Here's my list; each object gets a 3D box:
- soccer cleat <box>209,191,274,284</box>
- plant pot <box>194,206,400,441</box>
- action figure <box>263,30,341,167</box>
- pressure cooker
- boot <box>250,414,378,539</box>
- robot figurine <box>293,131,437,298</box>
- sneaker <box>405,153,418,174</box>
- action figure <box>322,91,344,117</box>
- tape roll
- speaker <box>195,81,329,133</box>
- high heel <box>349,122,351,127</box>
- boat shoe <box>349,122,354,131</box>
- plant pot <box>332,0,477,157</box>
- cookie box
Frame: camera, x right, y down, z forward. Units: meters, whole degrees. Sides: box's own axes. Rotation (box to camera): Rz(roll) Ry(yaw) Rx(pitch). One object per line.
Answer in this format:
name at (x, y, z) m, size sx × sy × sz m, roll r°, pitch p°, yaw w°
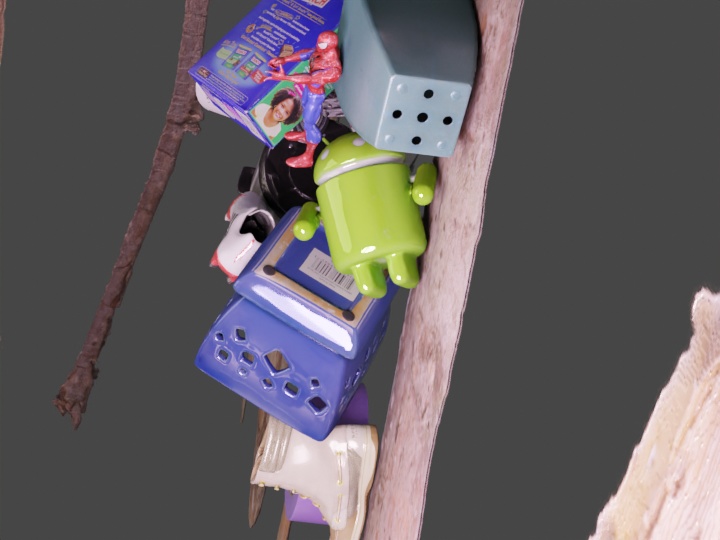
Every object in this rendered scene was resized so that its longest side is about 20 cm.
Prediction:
soccer cleat at (-0.143, -0.058, 1.692) m, size 0.085 × 0.069 × 0.201 m, roll -41°, pitch 16°, yaw 26°
plant pot at (-0.065, 0.053, 1.588) m, size 0.200 × 0.199 × 0.181 m, roll -55°, pitch -6°, yaw -47°
action figure at (-0.078, -0.205, 1.473) m, size 0.201 × 0.098 × 0.066 m, roll 116°, pitch 152°, yaw -51°
pressure cooker at (-0.074, -0.115, 1.873) m, size 0.177 × 0.177 × 0.200 m, roll 58°, pitch 162°, yaw 5°
boot at (-0.066, 0.282, 1.635) m, size 0.072 × 0.153 × 0.203 m, roll -108°, pitch 28°, yaw -70°
robot figurine at (0.011, -0.072, 1.499) m, size 0.116 × 0.173 × 0.203 m, roll 16°, pitch -121°, yaw -70°
sneaker at (0.042, -0.123, 1.635) m, size 0.200 × 0.073 × 0.081 m, roll 111°, pitch 150°, yaw -71°
action figure at (0.008, -0.247, 1.703) m, size 0.201 × 0.128 × 0.070 m, roll -98°, pitch 10°, yaw -51°
tape roll at (-0.049, 0.251, 1.781) m, size 0.200 × 0.084 × 0.203 m, roll -171°, pitch 90°, yaw -82°
speaker at (-0.138, -0.241, 1.781) m, size 0.199 × 0.081 × 0.082 m, roll 23°, pitch 110°, yaw 37°
high heel at (0.031, -0.255, 1.552) m, size 0.201 × 0.095 × 0.068 m, roll 88°, pitch 174°, yaw -46°
boat shoe at (0.020, -0.211, 1.784) m, size 0.200 × 0.070 × 0.073 m, roll -132°, pitch 51°, yaw -80°
plant pot at (0.055, -0.219, 1.407) m, size 0.201 × 0.139 × 0.143 m, roll -102°, pitch 21°, yaw -51°
cookie box at (-0.102, -0.279, 1.679) m, size 0.200 × 0.075 × 0.171 m, roll -45°, pitch 43°, yaw -7°
